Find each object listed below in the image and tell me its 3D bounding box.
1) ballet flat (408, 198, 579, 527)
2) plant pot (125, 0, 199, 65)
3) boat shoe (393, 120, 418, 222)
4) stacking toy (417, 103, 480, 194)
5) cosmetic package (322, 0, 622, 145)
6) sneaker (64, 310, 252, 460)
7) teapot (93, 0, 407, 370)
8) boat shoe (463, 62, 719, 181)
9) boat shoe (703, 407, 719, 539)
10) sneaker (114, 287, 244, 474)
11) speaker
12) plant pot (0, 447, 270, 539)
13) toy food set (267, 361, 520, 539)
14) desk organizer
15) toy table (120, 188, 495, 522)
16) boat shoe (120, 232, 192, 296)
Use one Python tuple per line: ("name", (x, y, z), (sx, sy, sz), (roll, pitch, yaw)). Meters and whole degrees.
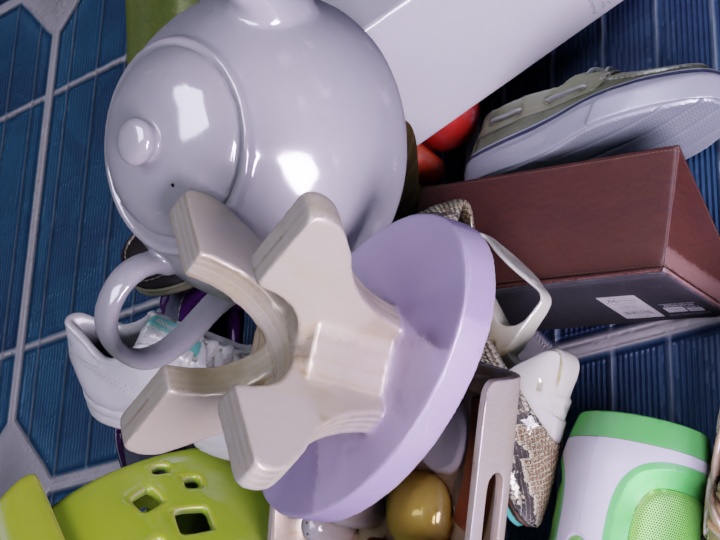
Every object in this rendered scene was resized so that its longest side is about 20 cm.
("ballet flat", (0.078, 0.041, 0.939), (0.075, 0.068, 0.201), (-31, 60, 12))
("plant pot", (-0.097, -0.142, 1.213), (0.199, 0.199, 0.192), (8, 89, 46))
("boat shoe", (-0.001, 0.000, 1.065), (0.062, 0.073, 0.203), (8, 115, 20))
("stacking toy", (0.010, -0.047, 1.126), (0.201, 0.085, 0.085), (-54, 44, 6))
("cosmetic package", (0.074, -0.183, 1.054), (0.199, 0.113, 0.081), (-33, 48, 3))
("sneaker", (-0.105, 0.063, 1.061), (0.198, 0.089, 0.076), (3, 44, 26))
("teapot", (-0.081, -0.067, 0.964), (0.197, 0.145, 0.202), (-25, 77, 39))
("boat shoe", (0.139, -0.093, 1.020), (0.199, 0.072, 0.063), (-18, 58, 41))
("boat shoe", (0.203, 0.128, 0.860), (0.071, 0.064, 0.202), (-9, 66, 42))
("sneaker", (-0.123, 0.082, 1.163), (0.088, 0.074, 0.202), (-131, 51, -65))
("speaker", (0.134, 0.181, 0.890), (0.088, 0.088, 0.202), (0, 72, 45))
("plant pot", (-0.143, 0.242, 1.032), (0.200, 0.180, 0.200), (56, 133, 46))
("toy food set", (0.010, 0.114, 0.917), (0.199, 0.060, 0.145), (13, 100, 55))
("desk organizer", (0.121, -0.014, 1.003), (0.199, 0.071, 0.078), (-7, 65, 43))
("toy table", (-0.032, 0.044, 0.863), (0.201, 0.116, 0.184), (-58, 37, 22))
("boat shoe", (-0.083, -0.057, 1.101), (0.199, 0.065, 0.074), (-35, 57, 9))
